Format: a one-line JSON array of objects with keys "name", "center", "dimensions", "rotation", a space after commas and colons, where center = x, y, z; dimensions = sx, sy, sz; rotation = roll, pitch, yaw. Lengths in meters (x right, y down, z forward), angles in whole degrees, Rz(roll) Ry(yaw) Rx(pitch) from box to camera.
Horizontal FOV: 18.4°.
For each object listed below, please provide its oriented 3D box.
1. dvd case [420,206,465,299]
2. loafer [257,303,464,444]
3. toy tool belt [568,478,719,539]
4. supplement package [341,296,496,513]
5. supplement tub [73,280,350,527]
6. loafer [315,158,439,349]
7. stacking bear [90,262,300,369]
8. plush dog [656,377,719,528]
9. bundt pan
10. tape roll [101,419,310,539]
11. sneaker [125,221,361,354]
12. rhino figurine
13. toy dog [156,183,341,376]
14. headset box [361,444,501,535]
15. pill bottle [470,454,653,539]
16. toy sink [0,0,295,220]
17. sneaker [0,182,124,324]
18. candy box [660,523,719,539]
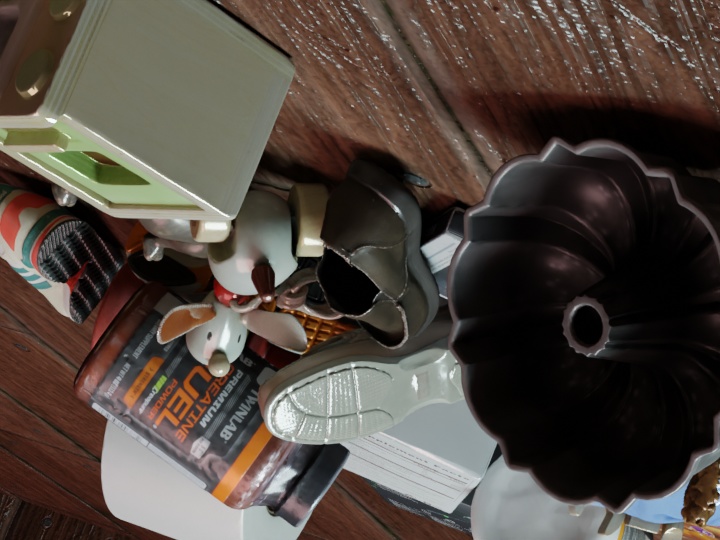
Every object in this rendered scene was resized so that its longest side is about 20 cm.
[{"name": "dvd case", "center": [0.126, 0.019, 1.498], "dimensions": [0.199, 0.025, 0.150], "rotation": [25, 165, -10]}, {"name": "loafer", "center": [0.015, 0.068, 1.571], "dimensions": [0.063, 0.199, 0.072], "rotation": [-129, 32, -48]}, {"name": "toy tool belt", "center": [0.210, 0.144, 1.559], "dimensions": [0.199, 0.124, 0.125], "rotation": [11, 168, -5]}, {"name": "supplement package", "center": [0.050, 0.101, 1.709], "dimensions": [0.117, 0.118, 0.200], "rotation": [24, 165, 1]}, {"name": "supplement tub", "center": [-0.106, 0.104, 1.647], "dimensions": [0.199, 0.107, 0.107], "rotation": [35, 165, 0]}, {"name": "loafer", "center": [0.000, 0.000, 1.460], "dimensions": [0.073, 0.071, 0.200], "rotation": [36, 162, 24]}, {"name": "stacking bear", "center": [-0.105, 0.069, 1.779], "dimensions": [0.199, 0.122, 0.114], "rotation": [17, 161, 13]}, {"name": "plush dog", "center": [0.245, 0.063, 1.296], "dimensions": [0.199, 0.162, 0.171], "rotation": [15, -170, 32]}, {"name": "bundt pan", "center": [0.144, 0.024, 1.207], "dimensions": [0.201, 0.203, 0.075], "rotation": [8, -167, 43]}, {"name": "tape roll", "center": [-0.116, 0.140, 1.917], "dimensions": [0.138, 0.204, 0.203], "rotation": [16, 164, 19]}, {"name": "sneaker", "center": [-0.077, 0.013, 1.698], "dimensions": [0.199, 0.076, 0.092], "rotation": [25, 175, 18]}, {"name": "rhino figurine", "center": [-0.115, -0.038, 1.565], "dimensions": [0.087, 0.060, 0.200], "rotation": [-16, 145, 40]}, {"name": "toy dog", "center": [-0.076, 0.017, 1.510], "dimensions": [0.131, 0.097, 0.201], "rotation": [-7, 144, 3]}, {"name": "headset box", "center": [0.096, 0.168, 1.905], "dimensions": [0.173, 0.093, 0.200], "rotation": [18, 168, 18]}, {"name": "pill bottle", "center": [0.162, 0.208, 1.714], "dimensions": [0.116, 0.117, 0.200], "rotation": [15, 167, 23]}, {"name": "toy sink", "center": [-0.162, -0.115, 1.261], "dimensions": [0.200, 0.113, 0.130], "rotation": [33, 161, -37]}, {"name": "sneaker", "center": [-0.261, -0.023, 1.854], "dimensions": [0.093, 0.070, 0.200], "rotation": [37, 171, 15]}, {"name": "candy box", "center": [0.245, 0.163, 1.773], "dimensions": [0.116, 0.057, 0.200], "rotation": [15, 162, 29]}]
